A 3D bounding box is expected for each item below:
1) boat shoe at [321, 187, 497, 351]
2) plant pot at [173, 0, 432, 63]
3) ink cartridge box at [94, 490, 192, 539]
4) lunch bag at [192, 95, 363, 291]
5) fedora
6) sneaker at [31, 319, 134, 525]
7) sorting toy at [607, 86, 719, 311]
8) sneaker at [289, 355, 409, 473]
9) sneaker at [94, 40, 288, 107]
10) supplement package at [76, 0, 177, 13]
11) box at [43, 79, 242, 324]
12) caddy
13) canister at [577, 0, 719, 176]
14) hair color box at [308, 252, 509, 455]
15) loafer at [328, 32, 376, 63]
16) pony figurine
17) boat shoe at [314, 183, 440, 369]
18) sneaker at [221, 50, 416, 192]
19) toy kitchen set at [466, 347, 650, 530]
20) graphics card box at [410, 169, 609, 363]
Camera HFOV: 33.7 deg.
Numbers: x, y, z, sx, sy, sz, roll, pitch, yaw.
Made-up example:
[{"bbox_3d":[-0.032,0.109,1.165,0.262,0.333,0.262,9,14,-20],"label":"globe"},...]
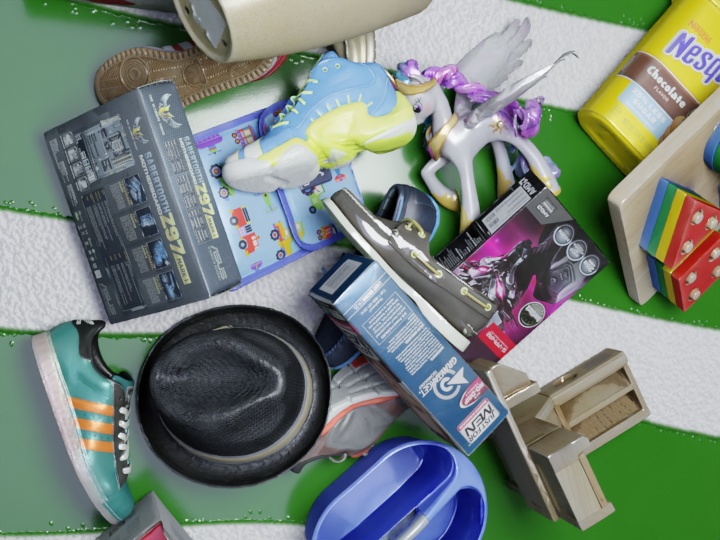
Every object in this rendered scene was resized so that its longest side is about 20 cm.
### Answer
[{"bbox_3d":[0.048,-0.012,1.136,0.061,0.072,0.201,-45,104,1],"label":"boat shoe"},{"bbox_3d":[-0.062,-0.270,1.046,0.199,0.187,0.189,-34,99,-25],"label":"plant pot"},{"bbox_3d":[-0.163,0.327,1.130,0.084,0.175,0.201,-39,99,-10],"label":"ink cartridge box"},{"bbox_3d":[-0.087,-0.084,1.197,0.198,0.094,0.152,-25,98,-25],"label":"lunch bag"},{"bbox_3d":[-0.130,0.114,1.141,0.197,0.092,0.204,-2,75,9],"label":"fedora"},{"bbox_3d":[-0.251,0.144,1.159,0.079,0.071,0.203,-21,94,-8],"label":"sneaker"},{"bbox_3d":[0.362,-0.070,1.240,0.200,0.069,0.199,-43,144,-9],"label":"sorting toy"},{"bbox_3d":[0.000,0.148,1.232,0.197,0.077,0.083,-20,123,-11],"label":"sneaker"},{"bbox_3d":[-0.160,-0.205,1.182,0.197,0.113,0.072,-10,106,18],"label":"sneaker"},{"bbox_3d":[-0.223,-0.320,1.130,0.197,0.121,0.122,5,91,-13],"label":"supplement package"},{"bbox_3d":[-0.207,-0.061,1.124,0.051,0.156,0.203,-25,98,-48],"label":"box"},{"bbox_3d":[0.036,0.261,1.211,0.199,0.105,0.142,-40,99,-9],"label":"caddy"},{"bbox_3d":[0.348,-0.195,1.288,0.148,0.086,0.200,43,83,-11],"label":"canister"},{"bbox_3d":[0.044,0.078,1.133,0.061,0.100,0.200,-44,105,-8],"label":"hair color box"},{"bbox_3d":[-0.032,-0.269,1.205,0.067,0.076,0.203,-10,84,-11],"label":"loafer"},{"bbox_3d":[0.130,-0.153,1.217,0.191,0.167,0.202,-29,113,-3],"label":"pony figurine"},{"bbox_3d":[0.000,0.000,1.207,0.068,0.084,0.202,31,85,-39],"label":"boat shoe"},{"bbox_3d":[-0.049,-0.145,1.138,0.197,0.076,0.106,-17,77,-19],"label":"sneaker"},{"bbox_3d":[0.218,0.128,1.204,0.179,0.200,0.165,-28,98,-11],"label":"toy kitchen set"},{"bbox_3d":[0.142,0.011,1.217,0.200,0.051,0.125,-42,119,7],"label":"graphics card box"}]
